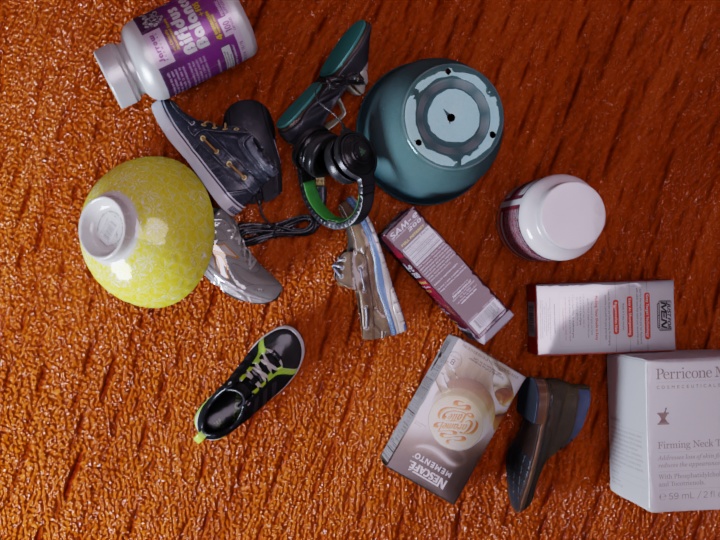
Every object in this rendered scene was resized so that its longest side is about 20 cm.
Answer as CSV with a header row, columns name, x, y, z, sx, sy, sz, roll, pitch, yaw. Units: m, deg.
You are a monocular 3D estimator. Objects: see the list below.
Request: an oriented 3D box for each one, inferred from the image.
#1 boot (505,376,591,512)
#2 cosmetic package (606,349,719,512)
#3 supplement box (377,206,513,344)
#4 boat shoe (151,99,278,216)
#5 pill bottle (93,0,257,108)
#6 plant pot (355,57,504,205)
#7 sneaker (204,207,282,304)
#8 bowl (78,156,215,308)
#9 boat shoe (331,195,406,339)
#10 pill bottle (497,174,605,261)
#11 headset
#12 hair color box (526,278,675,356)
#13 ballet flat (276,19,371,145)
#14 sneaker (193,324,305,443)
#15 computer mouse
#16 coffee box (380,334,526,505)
name,x,y,z,sx,sy,sz,roll,pitch,yaw
boot,0.263,0.244,1.595,0.096,0.075,0.202,0,110,-21
cosmetic package,0.441,0.213,1.571,0.166,0.166,0.202,-2,89,-6
supplement box,0.112,0.006,1.565,0.061,0.109,0.200,-43,93,-4
boat shoe,-0.192,-0.172,1.528,0.091,0.071,0.201,-40,72,5
pill bottle,-0.246,-0.295,1.521,0.199,0.112,0.113,-28,93,-8
plant pot,0.105,-0.192,1.520,0.198,0.188,0.202,0,90,-9
sneaker,-0.182,-0.034,1.540,0.199,0.076,0.092,33,106,-6
bowl,-0.297,-0.052,1.476,0.198,0.107,0.202,-1,89,30
boat shoe,0.000,0.000,1.571,0.072,0.072,0.202,-20,92,-4
pill bottle,0.256,-0.069,1.533,0.112,0.200,0.114,0,91,-6
headset,-0.025,-0.157,1.518,0.094,0.123,0.202,-21,115,-42
hair color box,0.336,0.065,1.612,0.198,0.061,0.103,-1,90,-5
ballet flat,-0.036,-0.248,1.574,0.073,0.073,0.201,37,82,-5
sneaker,-0.147,0.160,1.551,0.072,0.083,0.200,42,86,-5
computer mouse,-0.116,-0.137,1.571,0.139,0.046,0.202,-3,90,-5
coffee box,0.126,0.204,1.580,0.114,0.080,0.201,29,87,-6
